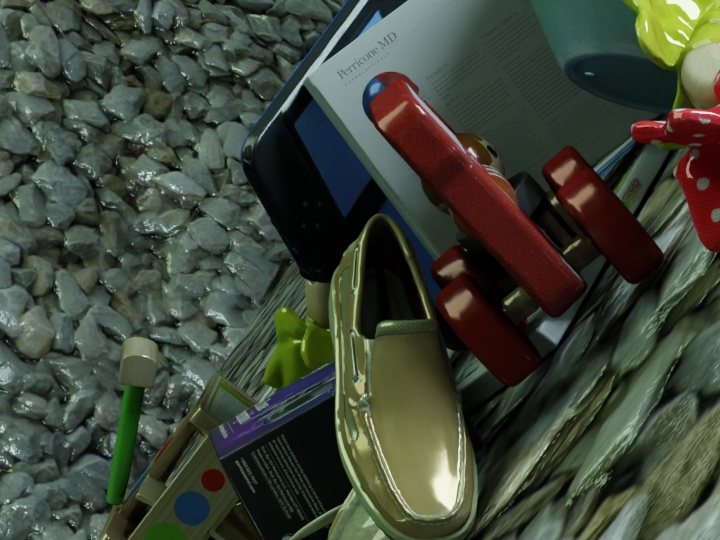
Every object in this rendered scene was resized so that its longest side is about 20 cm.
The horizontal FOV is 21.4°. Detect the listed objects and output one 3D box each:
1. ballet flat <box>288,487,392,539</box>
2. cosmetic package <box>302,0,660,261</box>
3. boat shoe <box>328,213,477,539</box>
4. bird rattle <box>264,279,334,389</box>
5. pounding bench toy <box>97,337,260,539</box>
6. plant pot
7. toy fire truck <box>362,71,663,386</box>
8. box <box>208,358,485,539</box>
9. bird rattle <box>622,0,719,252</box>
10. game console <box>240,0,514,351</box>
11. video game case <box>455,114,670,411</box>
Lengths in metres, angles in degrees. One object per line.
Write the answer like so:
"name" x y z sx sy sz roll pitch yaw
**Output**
"ballet flat" -0.031 0.188 1.070 0.200 0.062 0.067 -49 -19 21
"cosmetic package" 0.088 -0.118 1.192 0.200 0.151 0.052 -36 6 -4
"boat shoe" 0.020 0.054 1.030 0.076 0.072 0.200 102 157 -48
"bird rattle" 0.000 0.000 1.372 0.113 0.163 0.200 -2 88 48
"pounding bench toy" -0.146 0.168 1.509 0.156 0.200 0.124 -52 5 9
"plant pot" 0.173 -0.166 1.073 0.200 0.200 0.135 147 138 -76
"toy fire truck" 0.067 -0.043 1.057 0.112 0.168 0.200 -40 10 7
"box" -0.015 0.105 1.188 0.141 0.079 0.200 -27 3 -6
"bird rattle" 0.195 -0.108 0.902 0.163 0.113 0.200 -36 11 10
"game console" 0.042 -0.079 1.248 0.118 0.171 0.200 8 52 37
"video game case" 0.130 -0.006 1.214 0.200 0.018 0.143 -56 5 -31
